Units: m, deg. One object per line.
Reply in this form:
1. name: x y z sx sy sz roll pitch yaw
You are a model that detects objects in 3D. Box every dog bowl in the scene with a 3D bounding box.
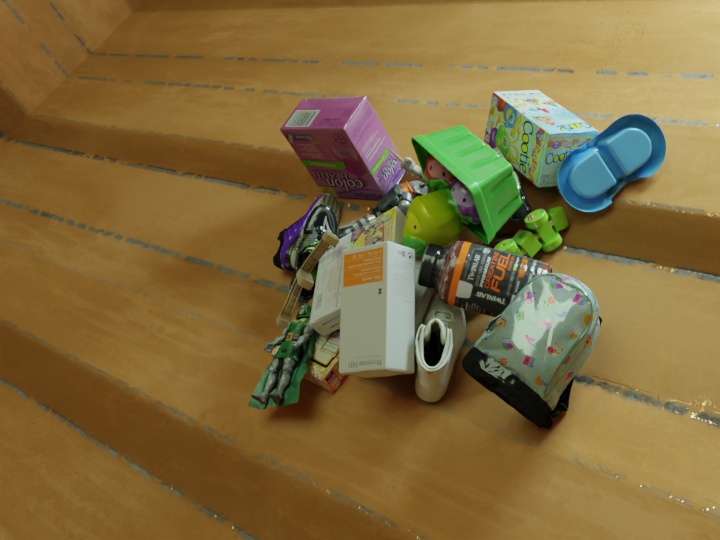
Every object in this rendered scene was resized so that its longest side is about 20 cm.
1. dog bowl: 0.419 -0.182 1.510 0.200 0.112 0.050 -36 7 -1

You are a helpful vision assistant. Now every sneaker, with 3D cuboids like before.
1. sneaker: -0.120 -0.080 1.816 0.099 0.070 0.200 -2 48 41
2. sneaker: 0.240 -0.141 1.577 0.089 0.079 0.200 -26 33 5
3. sneaker: -0.084 -0.036 1.708 0.083 0.071 0.200 133 154 -68
4. sneaker: 0.130 0.096 1.412 0.074 0.116 0.200 8 55 8

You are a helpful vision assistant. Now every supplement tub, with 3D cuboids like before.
1. supplement tub: 0.195 0.016 1.409 0.200 0.107 0.107 15 55 11

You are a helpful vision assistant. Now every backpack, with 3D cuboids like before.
1. backpack: 0.260 0.103 1.273 0.167 0.127 0.200 37 86 19

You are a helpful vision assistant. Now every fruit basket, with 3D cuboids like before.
1. fruit basket: 0.142 -0.121 1.490 0.215 0.156 0.216 -13 44 13

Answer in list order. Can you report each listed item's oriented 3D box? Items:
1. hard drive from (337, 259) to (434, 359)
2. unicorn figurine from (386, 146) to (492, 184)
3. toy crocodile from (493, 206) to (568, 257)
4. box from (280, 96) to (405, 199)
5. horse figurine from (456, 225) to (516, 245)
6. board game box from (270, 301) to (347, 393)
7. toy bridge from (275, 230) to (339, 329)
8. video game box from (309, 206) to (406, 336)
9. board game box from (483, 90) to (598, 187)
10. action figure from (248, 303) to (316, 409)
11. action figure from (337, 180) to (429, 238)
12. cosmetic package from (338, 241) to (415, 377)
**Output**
1. hard drive: 0.052 0.069 1.496 0.132 0.027 0.200 -5 49 41
2. unicorn figurine: 0.159 -0.202 1.719 0.200 0.074 0.137 0 6 -7
3. toy crocodile: 0.275 -0.042 1.501 0.200 0.068 0.062 -42 21 -12
4. box: -0.034 -0.249 1.820 0.176 0.200 0.097 8 55 39
5. horse figurine: 0.193 -0.079 1.571 0.200 0.050 0.132 23 39 38
6. board game box: -0.046 0.107 1.591 0.151 0.046 0.200 21 64 45
7. toy bridge: -0.101 0.016 1.618 0.200 0.027 0.067 -60 16 11
8. video game box: 0.000 0.000 1.563 0.182 0.047 0.200 -31 33 29
9. board game box: 0.322 -0.242 1.611 0.105 0.103 0.200 -6 33 -21
10. action figure: -0.124 0.142 1.539 0.118 0.055 0.200 -8 46 35
11. action figure: 0.062 -0.092 1.677 0.193 0.105 0.200 -44 38 4
12. cosmetic package: 0.026 0.063 1.395 0.101 0.071 0.200 -11 72 41
